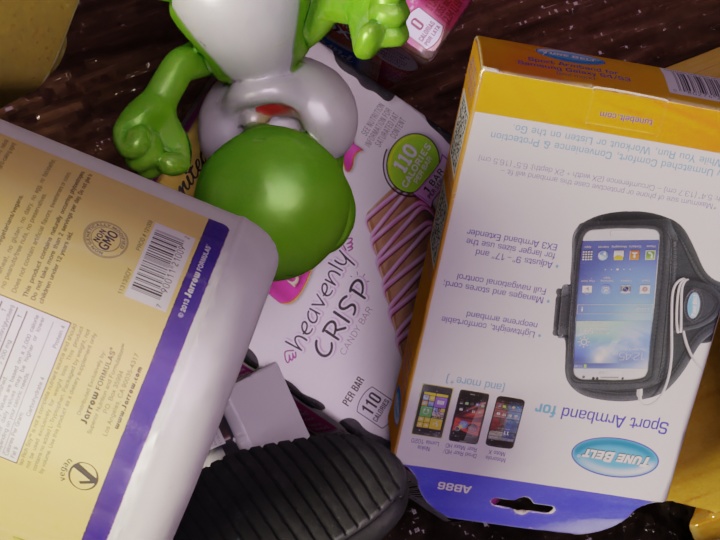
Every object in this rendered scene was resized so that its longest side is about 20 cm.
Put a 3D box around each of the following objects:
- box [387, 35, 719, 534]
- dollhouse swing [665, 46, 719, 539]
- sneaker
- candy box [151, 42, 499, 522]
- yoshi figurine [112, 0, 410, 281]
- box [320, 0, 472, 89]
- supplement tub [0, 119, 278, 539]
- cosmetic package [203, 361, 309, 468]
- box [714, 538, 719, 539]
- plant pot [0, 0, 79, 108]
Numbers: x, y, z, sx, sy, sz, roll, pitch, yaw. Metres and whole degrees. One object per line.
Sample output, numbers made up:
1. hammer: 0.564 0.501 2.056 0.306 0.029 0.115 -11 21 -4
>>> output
1. box: 0.083 0.012 0.959 0.118 0.042 0.201 9 118 -7
2. dollhouse swing: 0.185 -0.026 1.068 0.181 0.176 0.201 -20 120 13
3. sneaker: -0.061 0.141 0.926 0.199 0.074 0.089 -32 127 -4
4. candy box: 0.000 0.000 1.035 0.199 0.061 0.137 33 75 -9
5. yoshi figurine: -0.042 -0.079 0.915 0.112 0.112 0.201 -40 127 -34
6. box: 0.032 -0.185 1.048 0.095 0.100 0.201 36 75 -9
7. supplement tub: -0.144 0.017 0.862 0.199 0.145 0.146 22 77 -3
8. cosmetic package: -0.036 0.148 0.985 0.051 0.082 0.201 -28 94 -61
9. box: 0.110 0.201 1.027 0.198 0.036 0.145 -12 86 0
10. plant pot: -0.205 -0.155 0.936 0.199 0.195 0.195 25 76 -21
